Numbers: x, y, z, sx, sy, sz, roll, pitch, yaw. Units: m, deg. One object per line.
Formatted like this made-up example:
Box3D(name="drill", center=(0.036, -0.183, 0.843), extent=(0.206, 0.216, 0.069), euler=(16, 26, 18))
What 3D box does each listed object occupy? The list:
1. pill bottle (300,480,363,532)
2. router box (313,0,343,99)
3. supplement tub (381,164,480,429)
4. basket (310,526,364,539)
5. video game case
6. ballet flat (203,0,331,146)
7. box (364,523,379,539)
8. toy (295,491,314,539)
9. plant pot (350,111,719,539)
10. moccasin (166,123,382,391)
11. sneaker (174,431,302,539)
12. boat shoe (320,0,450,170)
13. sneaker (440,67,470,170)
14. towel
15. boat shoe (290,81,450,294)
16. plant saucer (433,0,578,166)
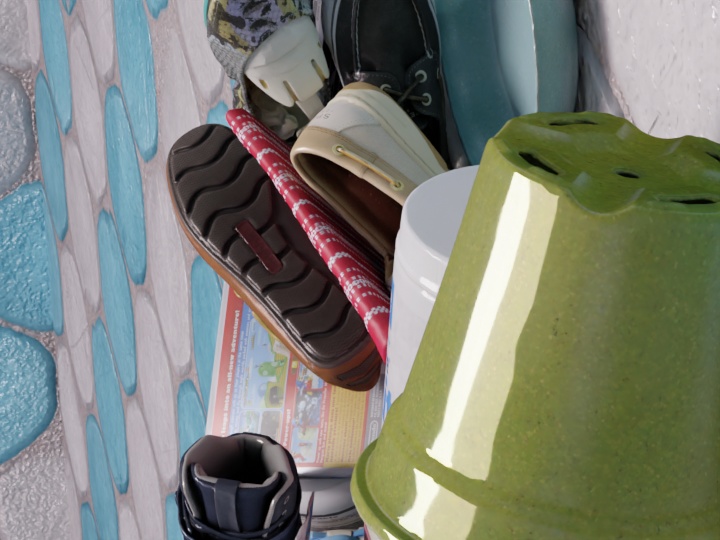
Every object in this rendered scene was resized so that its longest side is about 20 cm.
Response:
Box3D(name="pill bottle", center=(-0.021, 0.116, 1.789), extent=(0.200, 0.113, 0.114), euler=(61, -166, -70))
Box3D(name="router box", center=(-0.027, -0.164, 1.734), extent=(0.200, 0.052, 0.158), euler=(99, -169, -50))
Box3D(name="supplement tub", center=(0.077, 0.059, 1.422), extent=(0.132, 0.131, 0.201), euler=(-120, 29, -57))
Box3D(name="basket", center=(0.015, 0.262, 1.724), extent=(0.139, 0.175, 0.201), euler=(83, 179, -55))
Box3D(name="video game case", center=(-0.005, 0.058, 1.652), extent=(0.017, 0.199, 0.144), euler=(26, -114, -55))
Box3D(name="ballet flat", center=(-0.044, -0.121, 1.568), extent=(0.200, 0.072, 0.072), euler=(78, 179, -73))
Box3D(name="box", center=(0.073, 0.216, 1.557), extent=(0.109, 0.127, 0.201), euler=(-117, 23, -55))
Box3D(name="toy", center=(-0.025, 0.244, 1.589), extent=(0.115, 0.047, 0.201), euler=(-71, -11, -81))
Box3D(name="plant pot", center=(0.107, 0.033, 1.235), extent=(0.200, 0.199, 0.185), euler=(-127, 42, -62))
Box3D(name="moccasin", center=(-0.051, -0.008, 1.639), extent=(0.201, 0.074, 0.078), euler=(46, 171, 23))
Box3D(name="sneaker", center=(-0.081, 0.192, 1.576), extent=(0.146, 0.077, 0.203), euler=(88, -169, -56))
Box3D(name="boat shoe", center=(0.023, -0.098, 1.572), extent=(0.057, 0.068, 0.201), euler=(-121, 18, -53))
Box3D(name="sneaker", center=(0.022, -0.073, 1.676), extent=(0.077, 0.084, 0.201), euler=(-158, 61, -76))
Box3D(name="towel", center=(0.000, 0.000, 1.567), extent=(0.200, 0.022, 0.145), euler=(55, -172, 32))
Box3D(name="boat shoe", center=(0.038, -0.013, 1.518), extent=(0.200, 0.069, 0.074), euler=(46, 149, 6))
Box3D(name="plant saucer", center=(0.083, -0.138, 1.491), extent=(0.200, 0.036, 0.201), euler=(171, 90, -78))
